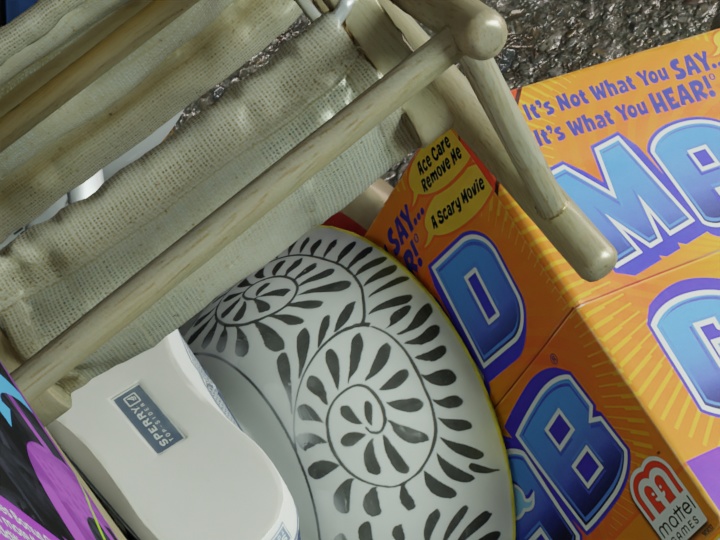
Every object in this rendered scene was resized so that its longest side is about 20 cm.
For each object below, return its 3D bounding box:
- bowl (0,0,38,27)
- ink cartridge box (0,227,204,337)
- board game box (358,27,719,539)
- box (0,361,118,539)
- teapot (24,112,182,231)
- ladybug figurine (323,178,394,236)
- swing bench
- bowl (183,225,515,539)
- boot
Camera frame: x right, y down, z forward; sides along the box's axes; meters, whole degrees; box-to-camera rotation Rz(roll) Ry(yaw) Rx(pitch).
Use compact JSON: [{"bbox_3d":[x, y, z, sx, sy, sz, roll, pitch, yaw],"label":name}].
[{"bbox_3d":[-0.182,-0.131,0.789,0.200,0.039,0.201,21,-59,40],"label":"bowl"},{"bbox_3d":[-0.122,0.030,1.099,0.147,0.083,0.200,52,-4,18],"label":"ink cartridge box"},{"bbox_3d":[0.125,0.042,0.884,0.200,0.200,0.200,57,-36,20],"label":"board game box"},{"bbox_3d":[-0.105,0.026,0.441,0.200,0.036,0.143,49,-5,30],"label":"box"},{"bbox_3d":[-0.169,-0.091,0.969,0.197,0.200,0.146,21,-54,11],"label":"teapot"},{"bbox_3d":[0.000,0.000,1.047,0.200,0.072,0.136,39,-11,-21],"label":"ladybug figurine"},{"bbox_3d":[-0.063,-0.033,0.650,0.200,0.199,0.130,49,-5,40],"label":"swing bench"},{"bbox_3d":[-0.032,0.089,0.867,0.201,0.094,0.201,29,-51,44],"label":"bowl"},{"bbox_3d":[-0.085,0.073,0.789,0.200,0.073,0.090,52,-17,40],"label":"boot"}]
